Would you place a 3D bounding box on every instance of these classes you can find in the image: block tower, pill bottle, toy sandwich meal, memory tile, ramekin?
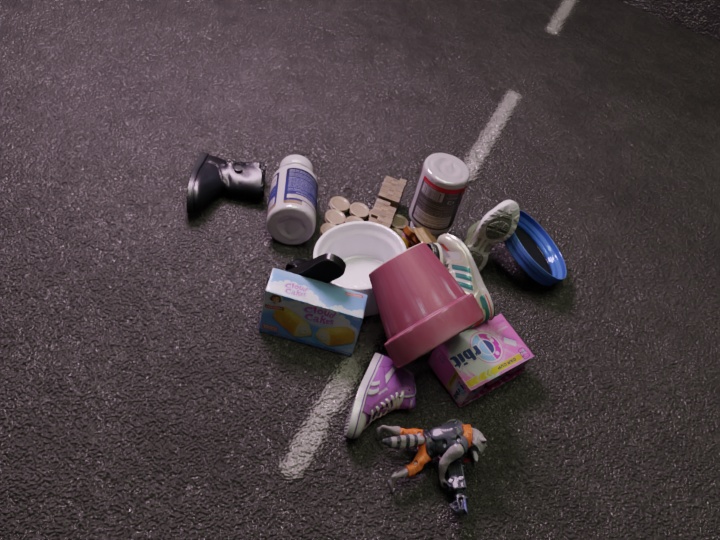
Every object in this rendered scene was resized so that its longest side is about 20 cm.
[{"bbox_3d":[0.057,-0.141,1.852,0.057,0.055,0.202,21,44,2],"label":"block tower"},{"bbox_3d":[0.172,-0.156,1.820,0.108,0.203,0.112,9,44,-9],"label":"pill bottle"},{"bbox_3d":[0.159,-0.015,1.747,0.205,0.070,0.206,47,10,-11],"label":"toy sandwich meal"},{"bbox_3d":[-0.151,-0.165,1.792,0.108,0.112,0.203,9,45,-8],"label":"pill bottle"},{"bbox_3d":[0.010,-0.098,1.846,0.195,0.017,0.155,17,44,-2],"label":"memory tile"},{"bbox_3d":[0.000,0.000,1.664,0.194,0.099,0.204,0,45,0],"label":"ramekin"}]

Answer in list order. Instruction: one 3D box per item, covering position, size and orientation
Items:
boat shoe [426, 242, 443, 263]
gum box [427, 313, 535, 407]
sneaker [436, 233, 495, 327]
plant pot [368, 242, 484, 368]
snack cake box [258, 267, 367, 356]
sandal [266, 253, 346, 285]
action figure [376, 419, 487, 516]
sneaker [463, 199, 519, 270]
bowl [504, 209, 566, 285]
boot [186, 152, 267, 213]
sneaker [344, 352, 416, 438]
[{"bbox_3d":[0.113,0.037,1.618,0.066,0.205,0.071,18,4,-31],"label":"boat shoe"},{"bbox_3d":[0.247,0.177,1.606,0.197,0.067,0.114,-21,61,-33],"label":"gum box"},{"bbox_3d":[0.192,0.024,1.612,0.092,0.070,0.203,-23,81,-23],"label":"sneaker"},{"bbox_3d":[0.110,0.057,1.505,0.197,0.199,0.182,-24,83,-35],"label":"plant pot"},{"bbox_3d":[-0.094,0.083,1.563,0.195,0.117,0.068,15,43,-1],"label":"snack cake box"},{"bbox_3d":[-0.104,0.004,1.579,0.075,0.197,0.049,42,46,-34],"label":"sandal"},{"bbox_3d":[0.136,0.328,1.400,0.188,0.107,0.202,-11,38,-5],"label":"action figure"},{"bbox_3d":[0.284,-0.093,1.805,0.077,0.201,0.100,29,31,-17],"label":"sneaker"},{"bbox_3d":[0.400,-0.052,1.850,0.199,0.039,0.203,34,33,-25],"label":"bowl"},{"bbox_3d":[-0.298,-0.192,1.796,0.163,0.078,0.202,9,38,-4],"label":"boot"},{"bbox_3d":[0.046,0.245,1.482,0.112,0.074,0.202,26,44,4],"label":"sneaker"}]
